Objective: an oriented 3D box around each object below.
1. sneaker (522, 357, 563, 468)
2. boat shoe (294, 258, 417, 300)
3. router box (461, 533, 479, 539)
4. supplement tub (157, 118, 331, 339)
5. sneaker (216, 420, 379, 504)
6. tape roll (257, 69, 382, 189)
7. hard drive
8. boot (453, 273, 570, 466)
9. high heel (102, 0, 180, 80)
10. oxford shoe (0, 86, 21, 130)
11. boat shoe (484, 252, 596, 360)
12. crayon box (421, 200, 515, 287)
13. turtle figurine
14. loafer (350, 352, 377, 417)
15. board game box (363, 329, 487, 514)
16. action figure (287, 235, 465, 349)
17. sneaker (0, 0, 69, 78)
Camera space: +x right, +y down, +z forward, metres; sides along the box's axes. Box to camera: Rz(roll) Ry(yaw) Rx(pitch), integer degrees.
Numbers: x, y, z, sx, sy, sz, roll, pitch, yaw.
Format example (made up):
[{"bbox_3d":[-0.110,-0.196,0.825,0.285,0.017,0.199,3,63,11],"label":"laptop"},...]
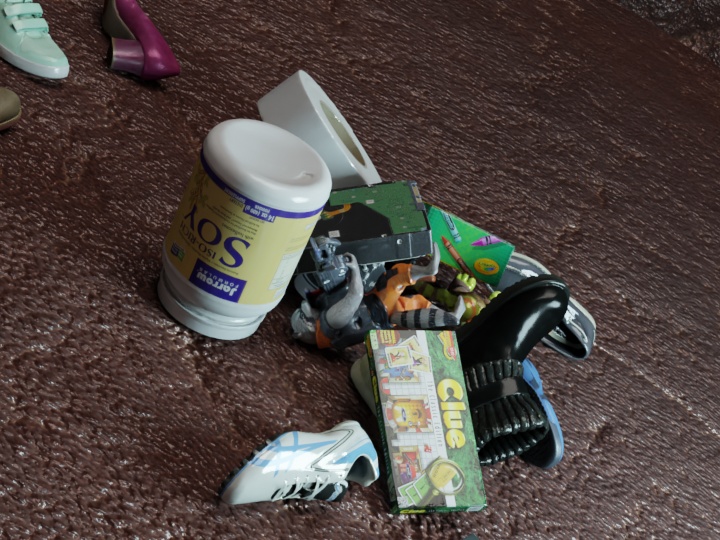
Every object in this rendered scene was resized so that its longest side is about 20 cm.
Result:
[{"bbox_3d":[0.202,0.154,1.760,0.078,0.066,0.201,13,34,-40],"label":"sneaker"},{"bbox_3d":[0.000,0.000,1.786,0.199,0.068,0.072,-5,45,-50],"label":"boat shoe"},{"bbox_3d":[0.095,0.342,1.352,0.150,0.062,0.199,43,29,20],"label":"router box"},{"bbox_3d":[-0.129,-0.043,1.568,0.144,0.202,0.146,20,29,-12],"label":"supplement tub"},{"bbox_3d":[-0.055,0.196,1.425,0.199,0.072,0.073,-10,58,-48],"label":"sneaker"},{"bbox_3d":[-0.048,-0.156,1.891,0.203,0.070,0.203,53,10,-13],"label":"tape roll"},{"bbox_3d":[-0.021,-0.051,1.723,0.197,0.038,0.140,-9,31,-3],"label":"hard drive"},{"bbox_3d":[0.181,0.116,1.681,0.080,0.210,0.158,50,5,-46],"label":"boot"},{"bbox_3d":[-0.299,-0.333,2.000,0.095,0.068,0.202,8,50,-22],"label":"high heel"},{"bbox_3d":[-0.454,-0.199,1.620,0.199,0.075,0.071,-2,43,-48],"label":"oxford shoe"},{"bbox_3d":[0.235,0.047,1.944,0.199,0.073,0.063,37,33,-16],"label":"boat shoe"},{"bbox_3d":[0.113,-0.039,1.855,0.118,0.059,0.200,25,3,-9],"label":"crayon box"},{"bbox_3d":[0.146,0.049,1.834,0.197,0.065,0.161,17,6,9],"label":"turtle figurine"},{"bbox_3d":[0.061,0.155,1.605,0.075,0.069,0.200,-3,44,-48],"label":"loafer"},{"bbox_3d":[0.068,0.158,1.555,0.103,0.023,0.203,2,62,-23],"label":"board game box"},{"bbox_3d":[0.006,0.033,1.635,0.200,0.191,0.106,53,22,-61],"label":"action figure"},{"bbox_3d":[-0.421,-0.334,1.823,0.200,0.119,0.073,43,28,16],"label":"sneaker"}]
